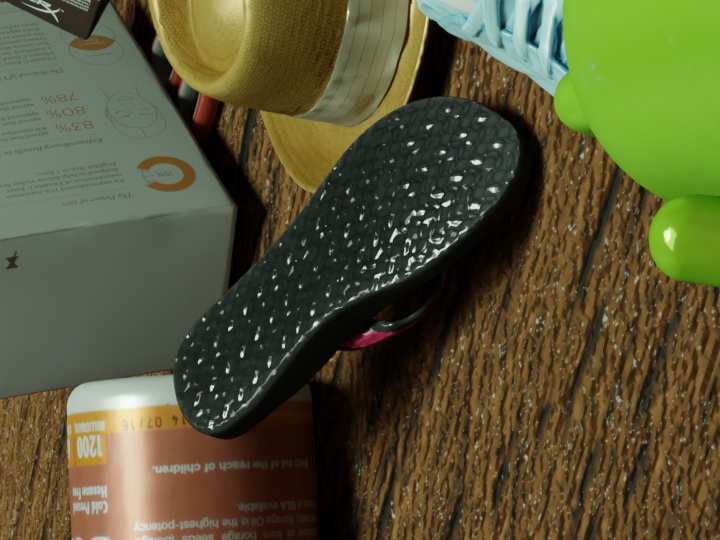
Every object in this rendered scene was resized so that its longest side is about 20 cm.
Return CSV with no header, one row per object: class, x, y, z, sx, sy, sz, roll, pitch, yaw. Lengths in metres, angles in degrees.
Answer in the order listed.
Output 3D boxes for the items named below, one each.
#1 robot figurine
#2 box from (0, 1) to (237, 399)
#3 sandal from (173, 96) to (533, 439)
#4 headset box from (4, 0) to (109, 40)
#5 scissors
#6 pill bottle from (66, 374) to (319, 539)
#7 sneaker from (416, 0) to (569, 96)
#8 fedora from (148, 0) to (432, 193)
robot figurine,0.137,-0.077,0.768,0.200,0.115,0.176,-5,74,62
box,-0.155,-0.042,1.303,0.200,0.124,0.098,-123,31,-46
sandal,0.000,0.000,1.081,0.200,0.045,0.075,-42,49,29
headset box,-0.107,-0.225,1.180,0.200,0.075,0.149,119,175,-55
scissors,-0.068,-0.153,1.272,0.073,0.014,0.201,60,139,47
pill bottle,-0.072,0.148,1.171,0.112,0.112,0.201,-14,78,61
sneaker,0.057,-0.099,0.958,0.200,0.082,0.074,47,131,52
fedora,-0.039,-0.132,1.138,0.200,0.082,0.202,-2,88,62
